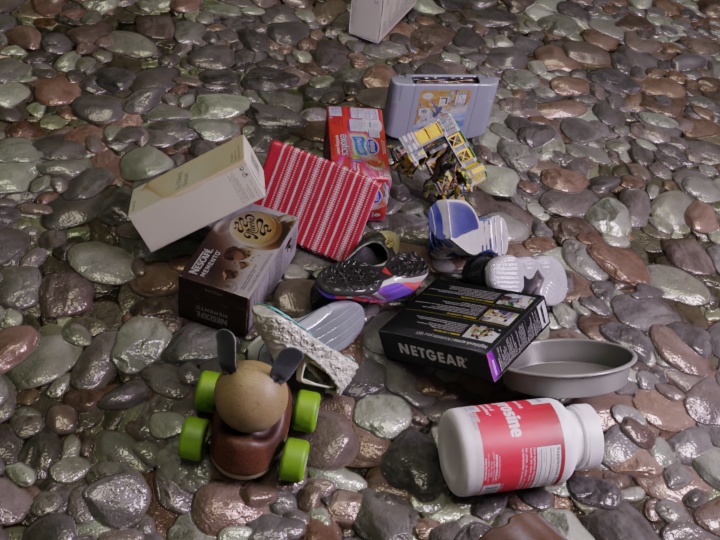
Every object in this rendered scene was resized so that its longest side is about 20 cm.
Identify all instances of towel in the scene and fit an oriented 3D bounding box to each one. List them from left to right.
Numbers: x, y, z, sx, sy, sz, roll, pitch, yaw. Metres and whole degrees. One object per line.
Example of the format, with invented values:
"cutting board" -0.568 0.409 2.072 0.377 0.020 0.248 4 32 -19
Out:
"towel" -0.079 -0.109 1.642 0.198 0.146 0.022 23 6 14

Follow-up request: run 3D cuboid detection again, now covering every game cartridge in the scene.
"game cartridge" 0.142 -0.292 1.862 0.198 0.134 0.042 -3 43 -12

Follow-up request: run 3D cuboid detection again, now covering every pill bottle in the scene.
"pill bottle" 0.209 0.226 1.341 0.198 0.113 0.113 -4 44 -15

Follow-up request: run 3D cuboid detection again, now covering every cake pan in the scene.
"cake pan" 0.284 0.136 1.439 0.198 0.037 0.200 -3 10 0

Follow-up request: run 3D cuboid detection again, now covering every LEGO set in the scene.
"LEGO set" 0.110 -0.156 1.675 0.115 0.200 0.155 -27 91 -13

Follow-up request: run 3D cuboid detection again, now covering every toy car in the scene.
"toy car" -0.134 0.149 1.297 0.162 0.201 0.159 11 43 2

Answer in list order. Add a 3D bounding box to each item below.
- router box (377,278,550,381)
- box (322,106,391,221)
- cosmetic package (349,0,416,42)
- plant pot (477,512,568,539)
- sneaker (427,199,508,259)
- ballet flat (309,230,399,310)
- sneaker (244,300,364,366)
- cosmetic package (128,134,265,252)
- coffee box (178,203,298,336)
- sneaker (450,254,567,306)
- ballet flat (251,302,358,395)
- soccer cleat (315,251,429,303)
"router box" 0.146 0.080 1.467 0.199 0.051 0.149 9 37 43
"box" -0.009 -0.182 1.747 0.099 0.096 0.201 1 44 -8
"cosmetic package" 0.054 -0.572 2.157 0.073 0.104 0.200 22 43 15
"plant pot" 0.210 0.387 1.127 0.199 0.202 0.198 -19 41 -27
"sneaker" 0.143 -0.053 1.619 0.114 0.082 0.199 -8 -11 32
"ballet flat" 0.000 0.000 1.574 0.067 0.057 0.200 50 54 -1
"sneaker" -0.080 0.087 1.471 0.070 0.074 0.199 17 28 42
"cosmetic package" -0.248 -0.119 1.577 0.198 0.073 0.104 -25 29 5
"coffee box" -0.181 -0.008 1.543 0.112 0.080 0.201 18 43 9
"sneaker" 0.229 0.012 1.594 0.199 0.076 0.113 8 -6 -44
"ballet flat" -0.076 0.113 1.375 0.200 0.072 0.072 36 25 -40
"soccer cleat" 0.014 0.023 1.523 0.199 0.074 0.068 -11 50 -38
